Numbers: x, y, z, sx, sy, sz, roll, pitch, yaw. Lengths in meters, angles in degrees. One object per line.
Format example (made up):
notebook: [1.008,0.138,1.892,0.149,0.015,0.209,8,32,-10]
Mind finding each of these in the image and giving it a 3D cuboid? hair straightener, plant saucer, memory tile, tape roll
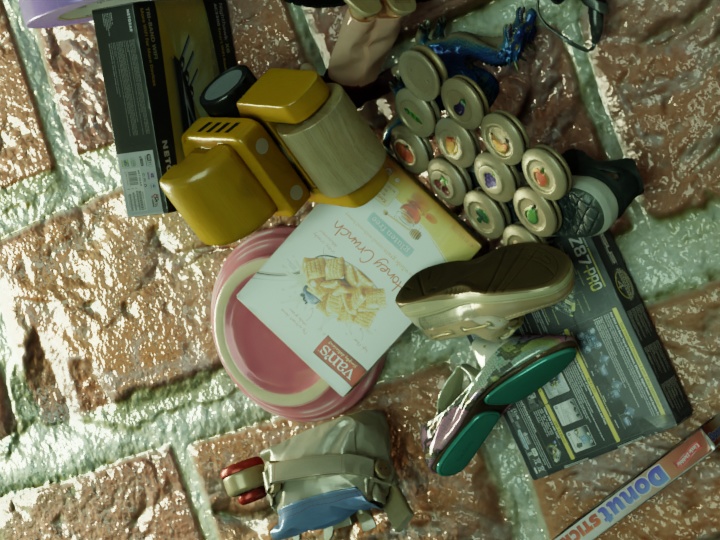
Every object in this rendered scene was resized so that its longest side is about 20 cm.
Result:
hair straightener: [0.181,-0.291,1.561,0.077,0.041,0.200,0,106,33]
plant saucer: [-0.070,0.056,1.765,0.200,0.051,0.201,6,103,28]
memory tile: [0.101,-0.098,1.570,0.200,0.017,0.153,42,148,23]
tape roll: [-0.229,-0.286,1.691,0.200,0.200,0.066,-11,95,31]

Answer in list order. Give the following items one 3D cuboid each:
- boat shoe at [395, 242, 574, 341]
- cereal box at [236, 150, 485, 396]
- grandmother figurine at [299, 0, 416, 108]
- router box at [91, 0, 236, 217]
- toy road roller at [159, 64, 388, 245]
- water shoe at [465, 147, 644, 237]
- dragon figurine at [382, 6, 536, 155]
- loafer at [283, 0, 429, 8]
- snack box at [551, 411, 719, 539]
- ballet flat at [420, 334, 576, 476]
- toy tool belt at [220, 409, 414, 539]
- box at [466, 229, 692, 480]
boat shoe: [0.119,0.026,1.575,0.200,0.072,0.065,-12,122,46]
cereal box: [0.000,0.000,1.678,0.144,0.040,0.200,42,100,5]
grandmother figurine: [-0.006,-0.185,1.643,0.200,0.121,0.061,117,146,-48]
router box: [-0.177,-0.162,1.715,0.052,0.157,0.200,-4,99,30]
toy road roller: [-0.088,-0.094,1.613,0.200,0.146,0.123,8,142,52]
water shoe: [0.171,-0.070,1.595,0.200,0.079,0.072,14,130,52]
dragon figurine: [0.086,-0.165,1.624,0.099,0.059,0.200,38,116,17]
loafer: [-0.015,-0.288,1.656,0.200,0.073,0.071,4,82,20]
snack box: [0.252,0.197,1.602,0.200,0.072,0.024,-43,79,29]
ballet flat: [0.114,0.106,1.617,0.200,0.069,0.071,-50,54,33]
toy tool belt: [-0.044,0.222,1.746,0.200,0.125,0.123,-26,79,32]
box: [0.188,0.073,1.625,0.161,0.049,0.200,-27,86,33]
